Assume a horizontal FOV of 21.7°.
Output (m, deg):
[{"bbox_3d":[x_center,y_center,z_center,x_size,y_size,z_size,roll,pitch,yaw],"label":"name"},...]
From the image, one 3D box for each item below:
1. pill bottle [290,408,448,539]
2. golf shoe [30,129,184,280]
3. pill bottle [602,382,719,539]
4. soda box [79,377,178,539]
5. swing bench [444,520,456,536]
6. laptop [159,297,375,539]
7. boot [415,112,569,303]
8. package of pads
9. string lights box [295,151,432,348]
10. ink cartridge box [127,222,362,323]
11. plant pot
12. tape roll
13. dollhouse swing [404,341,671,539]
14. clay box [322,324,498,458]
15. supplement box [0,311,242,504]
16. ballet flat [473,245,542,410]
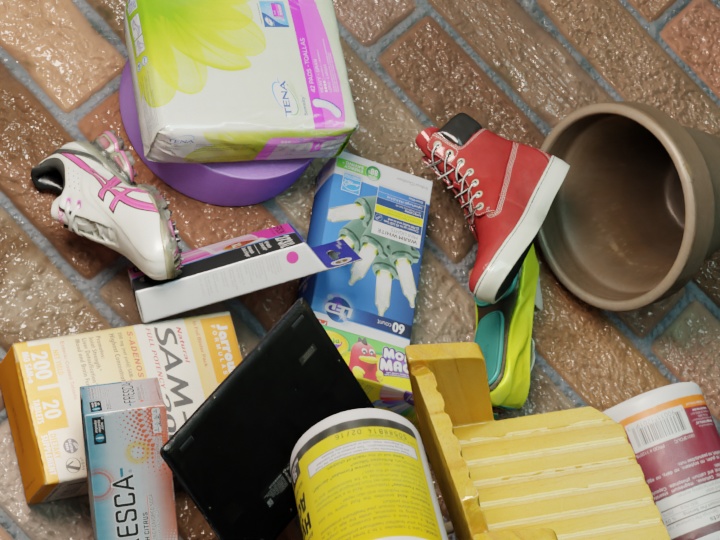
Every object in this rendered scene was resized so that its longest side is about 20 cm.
[{"bbox_3d":[0.013,0.213,1.443,0.111,0.112,0.201,7,41,-20],"label":"pill bottle"},{"bbox_3d":[-0.219,-0.046,1.639,0.092,0.073,0.200,-21,40,-20],"label":"golf shoe"},{"bbox_3d":[0.300,0.216,1.757,0.114,0.114,0.201,-12,74,-27],"label":"pill bottle"},{"bbox_3d":[-0.184,0.192,1.521,0.068,0.064,0.201,-6,108,-11],"label":"soda box"},{"bbox_3d":[0.073,0.321,1.605,0.198,0.130,0.201,-19,77,-29],"label":"swing bench"},{"bbox_3d":[-0.087,0.158,1.568,0.187,0.116,0.201,-48,118,-32],"label":"laptop"},{"bbox_3d":[0.101,-0.064,1.757,0.144,0.073,0.200,27,44,1],"label":"boot"},{"bbox_3d":[-0.109,-0.174,1.702,0.199,0.068,0.155,-2,68,-23],"label":"package of pads"},{"bbox_3d":[0.000,0.000,1.753,0.102,0.059,0.201,17,62,-17],"label":"string lights box"},{"bbox_3d":[-0.104,-0.004,1.655,0.199,0.095,0.037,-14,104,-8],"label":"ink cartridge box"},{"bbox_3d":[0.296,-0.070,1.852,0.174,0.200,0.201,-9,71,-44],"label":"plant pot"},{"bbox_3d":[-0.123,-0.165,1.768,0.199,0.066,0.201,9,65,-19],"label":"tape roll"},{"bbox_3d":[0.153,0.160,1.542,0.175,0.182,0.201,-16,52,-4],"label":"dollhouse swing"},{"bbox_3d":[0.013,0.110,1.678,0.199,0.115,0.048,16,57,-17],"label":"clay box"},{"bbox_3d":[-0.197,0.116,1.610,0.199,0.074,0.127,-9,73,-27],"label":"supplement box"},{"bbox_3d":[0.144,0.043,1.800,0.067,0.067,0.201,30,54,-33],"label":"ballet flat"}]
